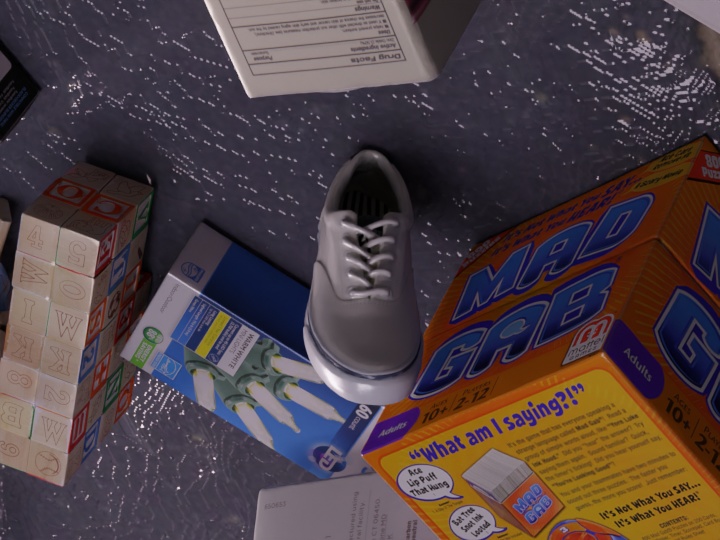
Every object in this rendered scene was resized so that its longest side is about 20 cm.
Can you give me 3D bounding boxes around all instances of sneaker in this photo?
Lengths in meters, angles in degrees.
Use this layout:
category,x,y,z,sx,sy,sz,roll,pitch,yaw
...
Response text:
category,x,y,z,sx,sy,sz,roll,pitch,yaw
sneaker,0.000,0.000,1.531,0.073,0.200,0.071,-1,127,-6

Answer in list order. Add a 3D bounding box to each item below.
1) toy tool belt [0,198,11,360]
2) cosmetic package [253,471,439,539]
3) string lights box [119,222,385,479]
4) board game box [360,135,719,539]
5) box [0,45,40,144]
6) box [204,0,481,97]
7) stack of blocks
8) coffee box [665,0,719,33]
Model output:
category,x,y,z,sx,sy,sz,roll,pitch,yaw
toy tool belt,-0.293,0.051,1.737,0.125,0.200,0.123,30,142,-31
cosmetic package,0.045,0.242,1.696,0.166,0.168,0.200,-12,152,36
string lights box,-0.052,0.064,1.712,0.200,0.059,0.103,32,136,-2
board game box,0.164,0.083,1.508,0.200,0.200,0.200,-26,114,42
box,-0.320,-0.156,1.654,0.117,0.060,0.200,-22,116,40
box,-0.026,-0.210,1.407,0.128,0.109,0.200,-3,128,30
stack of blocks,-0.192,0.030,1.715,0.058,0.115,0.200,19,122,11
coffee box,0.201,-0.220,1.205,0.080,0.200,0.114,31,137,2
